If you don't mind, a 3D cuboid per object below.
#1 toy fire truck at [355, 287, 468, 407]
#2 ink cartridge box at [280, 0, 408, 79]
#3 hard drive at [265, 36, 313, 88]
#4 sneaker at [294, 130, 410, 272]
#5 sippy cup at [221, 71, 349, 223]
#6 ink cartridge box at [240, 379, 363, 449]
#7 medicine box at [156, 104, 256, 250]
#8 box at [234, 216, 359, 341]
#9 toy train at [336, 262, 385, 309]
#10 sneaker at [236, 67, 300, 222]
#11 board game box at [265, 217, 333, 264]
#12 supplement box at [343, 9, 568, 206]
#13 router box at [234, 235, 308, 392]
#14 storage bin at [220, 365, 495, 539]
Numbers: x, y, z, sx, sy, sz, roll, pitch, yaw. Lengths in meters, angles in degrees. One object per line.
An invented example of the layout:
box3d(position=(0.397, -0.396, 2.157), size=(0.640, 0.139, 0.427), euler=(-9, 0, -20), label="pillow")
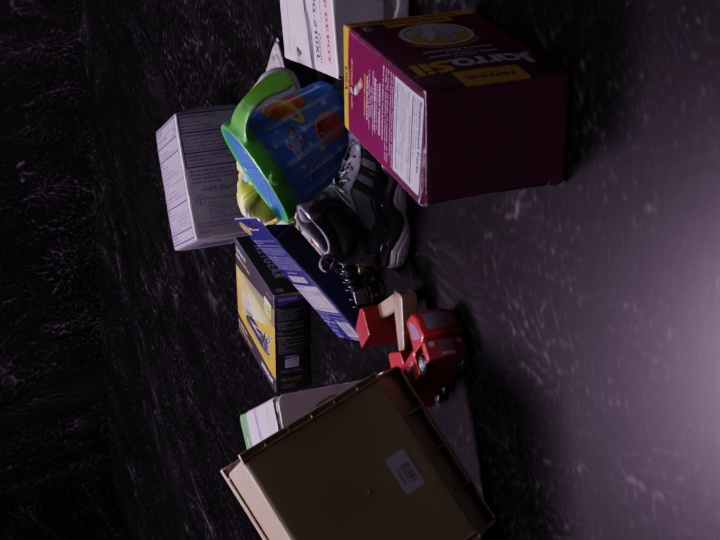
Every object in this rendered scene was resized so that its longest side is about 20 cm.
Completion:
box3d(position=(0.053, 0.072, 1.596), size=(0.200, 0.049, 0.141), euler=(115, 143, -60), label="toy fire truck")
box3d(position=(-0.021, -0.289, 1.586), size=(0.200, 0.084, 0.145), euler=(-143, 46, -66), label="ink cartridge box")
box3d(position=(-0.081, -0.180, 1.912), size=(0.140, 0.038, 0.200), euler=(119, 138, -63), label="hard drive")
box3d(position=(-0.015, -0.096, 1.615), size=(0.075, 0.114, 0.200), euler=(175, 86, -72), label="sneaker")
box3d(position=(-0.068, -0.143, 1.697), size=(0.140, 0.130, 0.178), euler=(55, 171, 6), label="sippy cup")
box3d(position=(-0.052, 0.191, 1.824), size=(0.200, 0.145, 0.088), euler=(140, 119, -70), label="ink cartridge box")
box3d(position=(-0.240, -0.141, 2.320), size=(0.182, 0.103, 0.200), euler=(167, 94, -73), label="medicine box")
box3d(position=(-0.063, 0.002, 1.787), size=(0.200, 0.032, 0.121), euler=(48, 168, -13), label="box")
box3d(position=(0.000, 0.000, 1.683), size=(0.200, 0.046, 0.034), euler=(-113, 11, -73), label="toy train")
box3d(position=(-0.121, -0.165, 1.855), size=(0.105, 0.076, 0.200), euler=(-111, 32, -65), label="sneaker")
box3d(position=(-0.069, -0.050, 1.884), size=(0.105, 0.023, 0.200), euler=(60, 156, -3), label="board game box")
box3d(position=(0.075, -0.145, 1.281), size=(0.200, 0.131, 0.103), euler=(-130, 35, -57), label="supplement box")
box3d(position=(-0.128, 0.058, 2.151), size=(0.200, 0.052, 0.157), euler=(-129, 35, -58), label="router box")
box3d(position=(-0.001, 0.229, 1.513), size=(0.200, 0.198, 0.094), euler=(57, 160, 8), label="storage bin")
